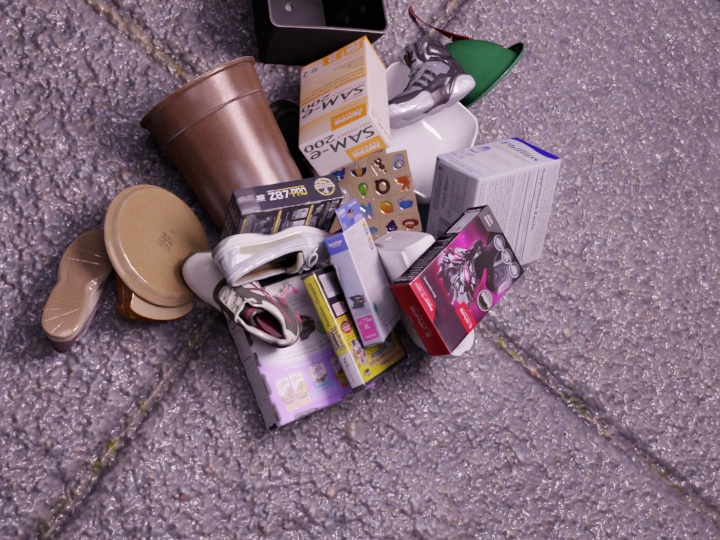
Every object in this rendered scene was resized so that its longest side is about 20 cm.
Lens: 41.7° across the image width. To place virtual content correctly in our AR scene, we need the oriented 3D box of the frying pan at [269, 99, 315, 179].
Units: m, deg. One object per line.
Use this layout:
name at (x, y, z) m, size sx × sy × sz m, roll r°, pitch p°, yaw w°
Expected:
frying pan at (-0.095, -0.197, 1.491) m, size 0.189 × 0.116 × 0.031 m, roll 33°, pitch 22°, yaw 33°

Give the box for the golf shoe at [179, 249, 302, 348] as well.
golf shoe at (-0.167, 0.038, 1.330) m, size 0.198 × 0.088 × 0.078 m, roll 33°, pitch 93°, yaw -3°

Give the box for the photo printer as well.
photo printer at (0.098, 0.041, 1.464) m, size 0.069 × 0.166 × 0.202 m, roll -28°, pitch 102°, yaw -14°

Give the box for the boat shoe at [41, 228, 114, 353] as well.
boat shoe at (-0.398, 0.027, 1.341) m, size 0.071 × 0.065 × 0.202 m, roll 17°, pitch 49°, yaw -8°

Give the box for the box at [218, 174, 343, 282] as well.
box at (-0.125, -0.054, 1.400) m, size 0.159 × 0.201 × 0.050 m, roll -14°, pitch 63°, yaw -25°

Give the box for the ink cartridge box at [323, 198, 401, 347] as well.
ink cartridge box at (0.000, 0.000, 1.406) m, size 0.119 × 0.041 × 0.203 m, roll -42°, pitch 114°, yaw -69°

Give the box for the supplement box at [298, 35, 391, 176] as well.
supplement box at (-0.026, -0.255, 1.459) m, size 0.074 × 0.125 × 0.202 m, roll 50°, pitch 26°, yaw -41°

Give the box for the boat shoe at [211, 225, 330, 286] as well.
boat shoe at (-0.116, -0.016, 1.343) m, size 0.200 × 0.075 × 0.065 m, roll -5°, pitch 57°, yaw -44°

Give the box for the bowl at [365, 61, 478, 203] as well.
bowl at (0.080, -0.219, 1.579) m, size 0.198 × 0.075 × 0.202 m, roll 34°, pitch 63°, yaw -9°

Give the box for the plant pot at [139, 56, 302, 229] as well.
plant pot at (-0.196, -0.184, 1.427) m, size 0.199 × 0.200 × 0.200 m, roll -33°, pitch 94°, yaw -27°

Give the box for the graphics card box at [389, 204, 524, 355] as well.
graphics card box at (0.144, 0.012, 1.371) m, size 0.200 × 0.051 × 0.126 m, roll -43°, pitch 110°, yaw -32°

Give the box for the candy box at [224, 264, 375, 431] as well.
candy box at (-0.095, 0.115, 1.431) m, size 0.166 × 0.071 × 0.203 m, roll -18°, pitch 82°, yaw -26°

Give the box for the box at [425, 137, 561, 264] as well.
box at (0.213, -0.101, 1.541) m, size 0.198 × 0.187 × 0.105 m, roll -16°, pitch 35°, yaw -36°

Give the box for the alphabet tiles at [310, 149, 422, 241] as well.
alphabet tiles at (0.007, -0.111, 1.513) m, size 0.164 × 0.006 × 0.203 m, roll -12°, pitch 103°, yaw 1°

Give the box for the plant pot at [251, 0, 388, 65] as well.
plant pot at (-0.089, -0.443, 1.554) m, size 0.196 × 0.177 × 0.203 m, roll -3°, pitch 75°, yaw -23°

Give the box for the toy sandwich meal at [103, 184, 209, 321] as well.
toy sandwich meal at (-0.301, -0.024, 1.377) m, size 0.204 × 0.070 × 0.208 m, roll 26°, pitch 52°, yaw -39°

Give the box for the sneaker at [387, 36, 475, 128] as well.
sneaker at (0.089, -0.308, 1.532) m, size 0.198 × 0.075 × 0.115 m, roll -27°, pitch 84°, yaw -33°

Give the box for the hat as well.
hat at (0.158, -0.390, 1.637) m, size 0.176 × 0.199 × 0.166 m, roll 45°, pitch 60°, yaw -14°

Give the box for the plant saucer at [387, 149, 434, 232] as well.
plant saucer at (0.064, -0.105, 1.592) m, size 0.197 × 0.027 × 0.204 m, roll 7°, pitch 70°, yaw -20°

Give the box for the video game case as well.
video game case at (-0.005, 0.075, 1.433) m, size 0.183 × 0.025 × 0.200 m, roll 65°, pitch 22°, yaw 2°
